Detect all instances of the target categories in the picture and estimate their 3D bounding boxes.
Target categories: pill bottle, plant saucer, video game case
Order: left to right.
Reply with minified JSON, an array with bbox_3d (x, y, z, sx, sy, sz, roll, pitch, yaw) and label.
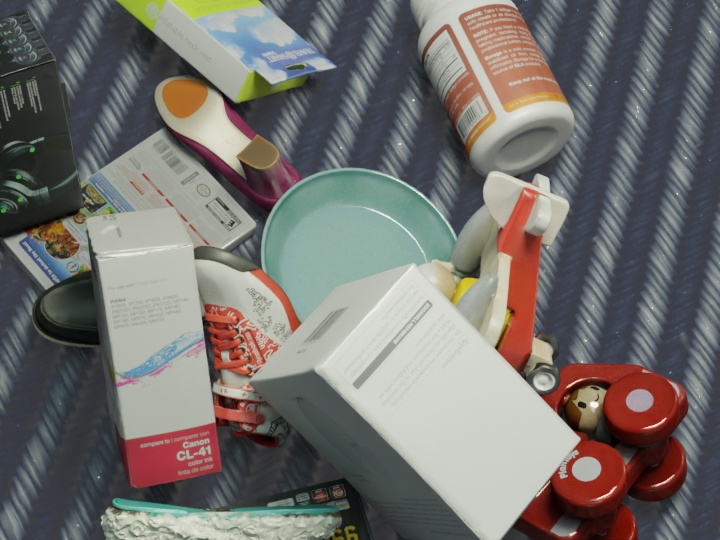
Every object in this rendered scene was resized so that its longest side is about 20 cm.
[{"bbox_3d":[-0.218,-0.035,1.648,0.199,0.018,0.143,-36,71,-24],"label":"video game case"},{"bbox_3d":[0.000,0.000,1.630,0.198,0.036,0.202,7,63,-14],"label":"plant saucer"},{"bbox_3d":[0.124,-0.201,1.728,0.111,0.112,0.201,-16,64,-15],"label":"pill bottle"}]

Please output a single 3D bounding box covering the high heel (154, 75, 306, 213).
[{"bbox_3d":[-0.126,-0.119,1.701,0.199,0.096,0.067,31,70,35],"label":"high heel"}]

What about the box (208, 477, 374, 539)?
[{"bbox_3d":[-0.080,0.274,1.470,0.198,0.048,0.160,-11,62,-12],"label":"box"}]

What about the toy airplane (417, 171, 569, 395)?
[{"bbox_3d":[0.110,0.007,1.531,0.140,0.200,0.201,3,69,5],"label":"toy airplane"}]

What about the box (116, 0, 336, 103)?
[{"bbox_3d":[-0.133,-0.237,1.727,0.200,0.048,0.122,41,32,16],"label":"box"}]

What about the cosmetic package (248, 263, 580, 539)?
[{"bbox_3d":[0.040,0.113,1.420,0.200,0.199,0.123,47,72,-9],"label":"cosmetic package"}]

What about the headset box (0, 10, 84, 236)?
[{"bbox_3d":[-0.355,-0.120,1.580,0.198,0.175,0.093,-21,45,-17],"label":"headset box"}]

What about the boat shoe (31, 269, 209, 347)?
[{"bbox_3d":[-0.196,0.024,1.574,0.199,0.063,0.074,-5,74,-14],"label":"boat shoe"}]

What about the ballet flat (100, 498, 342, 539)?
[{"bbox_3d":[-0.115,0.223,1.440,0.198,0.072,0.072,2,60,-3],"label":"ballet flat"}]

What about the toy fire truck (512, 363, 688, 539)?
[{"bbox_3d":[0.190,0.156,1.545,0.167,0.113,0.200,25,61,32],"label":"toy fire truck"}]

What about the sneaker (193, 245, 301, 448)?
[{"bbox_3d":[-0.101,0.074,1.505,0.067,0.202,0.109,9,61,33],"label":"sneaker"}]

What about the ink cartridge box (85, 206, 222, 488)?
[{"bbox_3d":[-0.177,0.062,1.471,0.085,0.148,0.202,-7,106,-11],"label":"ink cartridge box"}]
